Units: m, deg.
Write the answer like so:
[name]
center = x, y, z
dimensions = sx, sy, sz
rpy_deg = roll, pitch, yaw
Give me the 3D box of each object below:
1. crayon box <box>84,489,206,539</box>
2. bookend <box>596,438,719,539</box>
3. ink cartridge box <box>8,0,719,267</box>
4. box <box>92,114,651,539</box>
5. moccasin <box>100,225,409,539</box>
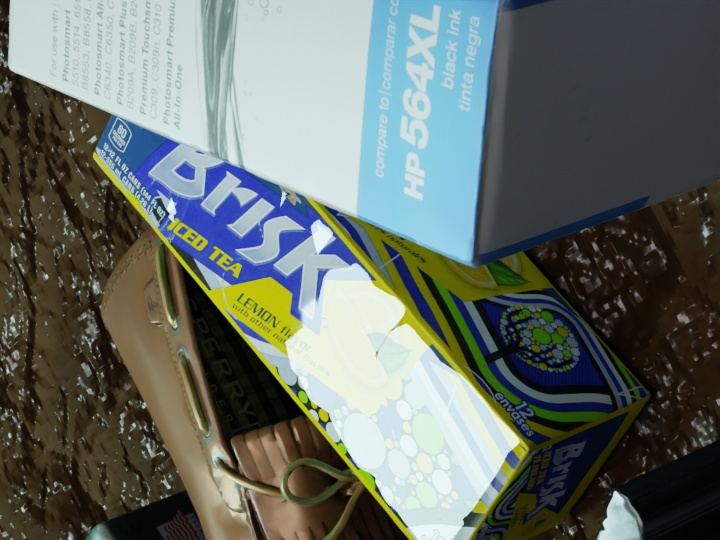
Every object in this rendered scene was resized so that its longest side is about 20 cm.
[crayon box]
center = -0.093, 0.194, 1.158
dimensions = 0.127, 0.051, 0.200
rpy_deg = 54, 134, 17
[bookend]
center = 0.147, 0.183, 0.885
dimensions = 0.198, 0.092, 0.201
rpy_deg = 33, 123, 31
[ink cartridge box]
center = 0.011, -0.084, 0.893
dimensions = 0.200, 0.146, 0.085
rpy_deg = 24, 121, 37
[box]
center = 0.000, 0.000, 0.992
dimensions = 0.200, 0.064, 0.070
rpy_deg = 49, 132, 22
[moccasin]
center = -0.018, 0.063, 1.031
dimensions = 0.202, 0.073, 0.078
rpy_deg = 64, 146, 22
